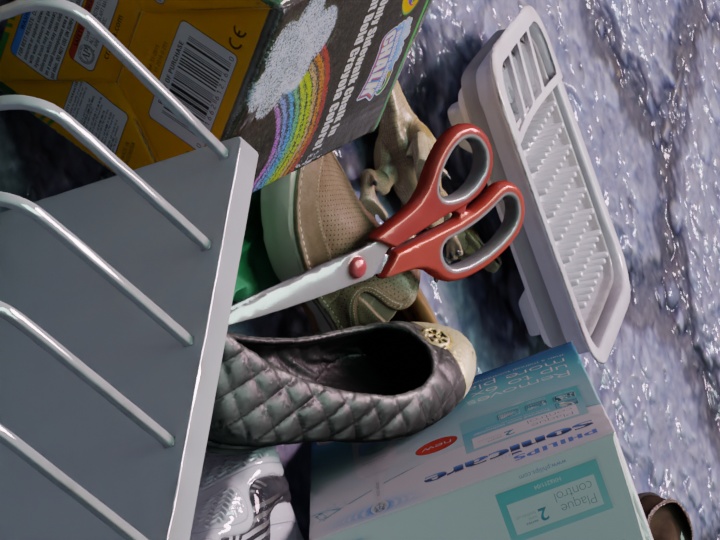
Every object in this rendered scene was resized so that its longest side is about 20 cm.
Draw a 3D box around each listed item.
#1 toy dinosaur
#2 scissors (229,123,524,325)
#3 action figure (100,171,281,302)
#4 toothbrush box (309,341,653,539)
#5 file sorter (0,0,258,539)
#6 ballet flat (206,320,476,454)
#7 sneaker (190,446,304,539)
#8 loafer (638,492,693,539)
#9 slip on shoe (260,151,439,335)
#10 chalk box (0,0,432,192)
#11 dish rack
[{"bbox_3d":[0.025,-0.066,1.396,0.101,0.058,0.200,-84,156,-59],"label":"toy dinosaur"},{"bbox_3d":[0.008,0.000,1.196,0.200,0.014,0.073,-39,123,-33],"label":"scissors"},{"bbox_3d":[-0.088,-0.015,1.156,0.118,0.055,0.200,70,26,-15],"label":"action figure"},{"bbox_3d":[0.056,0.114,1.185,0.200,0.146,0.085,-91,161,-79],"label":"toothbrush box"},{"bbox_3d":[-0.143,0.017,0.962,0.125,0.139,0.200,43,42,-40],"label":"file sorter"},{"bbox_3d":[-0.010,0.046,1.160,0.200,0.066,0.057,-7,123,-48],"label":"ballet flat"},{"bbox_3d":[-0.063,0.167,1.097,0.115,0.075,0.200,62,28,-19],"label":"sneaker"},{"bbox_3d":[0.178,0.211,1.505,0.073,0.071,0.200,58,34,-29],"label":"loafer"},{"bbox_3d":[0.000,0.000,1.240,0.200,0.061,0.076,73,24,-44],"label":"slip on shoe"},{"bbox_3d":[-0.048,-0.128,1.134,0.124,0.125,0.200,35,34,16],"label":"chalk box"},{"bbox_3d":[0.106,-0.049,1.503,0.172,0.044,0.200,-55,126,-69],"label":"dish rack"}]
